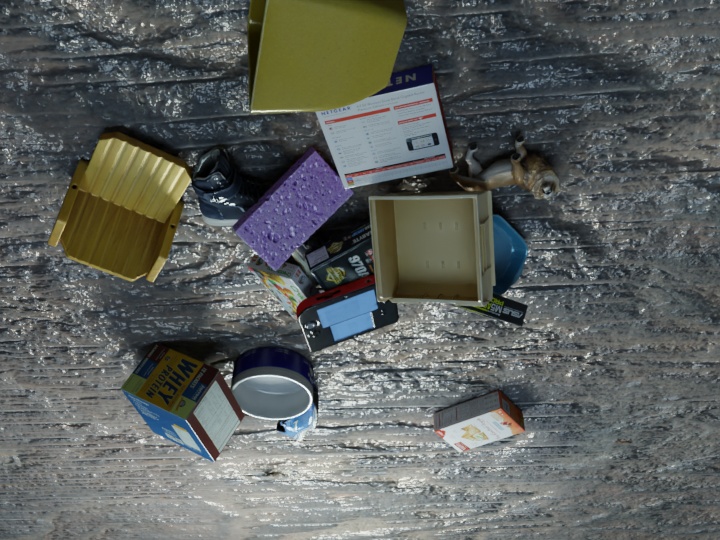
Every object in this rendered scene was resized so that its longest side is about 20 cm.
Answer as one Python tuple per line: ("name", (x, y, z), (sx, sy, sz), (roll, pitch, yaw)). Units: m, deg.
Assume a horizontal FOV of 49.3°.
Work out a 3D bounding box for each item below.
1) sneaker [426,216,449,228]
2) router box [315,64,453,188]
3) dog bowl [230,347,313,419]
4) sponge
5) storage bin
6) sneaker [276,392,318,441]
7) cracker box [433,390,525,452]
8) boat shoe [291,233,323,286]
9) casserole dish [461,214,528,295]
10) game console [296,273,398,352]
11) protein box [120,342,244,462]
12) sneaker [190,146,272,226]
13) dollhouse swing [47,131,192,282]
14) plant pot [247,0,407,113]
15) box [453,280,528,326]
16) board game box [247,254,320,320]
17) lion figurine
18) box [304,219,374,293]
("sneaker", (0.155, -0.045, 1.504), (0.098, 0.070, 0.201), (-8, 136, 23))
("router box", (0.043, -0.232, 1.295), (0.196, 0.049, 0.181), (-9, 138, 11))
("dog bowl", (-0.208, 0.270, 1.862), (0.196, 0.080, 0.202), (1, 139, 1))
("sponge", (-0.117, -0.107, 1.375), (0.200, 0.030, 0.112), (-44, 122, 0))
("storage bin", (0.128, -0.037, 1.375), (0.196, 0.093, 0.203), (1, 103, 26))
("sneaker", (-0.161, 0.368, 1.976), (0.088, 0.080, 0.201), (14, 138, -18))
("cracker box", (0.302, 0.389, 2.005), (0.198, 0.058, 0.134), (-25, 133, 28))
("boat shoe", (-0.101, -0.046, 1.503), (0.064, 0.073, 0.201), (-25, 137, 3))
("casserole dish", (0.246, -0.033, 1.480), (0.199, 0.039, 0.122), (33, 87, -47))
("game console", (-0.023, 0.087, 1.549), (0.197, 0.031, 0.178), (-19, 143, -4))
("protein box", (-0.405, 0.304, 1.805), (0.196, 0.136, 0.202), (17, 146, 26))
("sneaker", (-0.199, -0.146, 1.379), (0.198, 0.078, 0.147), (-3, 141, 4))
("dollhouse swing", (-0.410, -0.106, 1.371), (0.197, 0.185, 0.175), (23, 156, -23))
("plant pot", (-0.046, -0.341, 1.069), (0.196, 0.198, 0.196), (4, 140, -14))
("box", (0.210, 0.055, 1.538), (0.158, 0.045, 0.200), (19, 179, -20))
("board game box", (-0.130, 0.048, 1.586), (0.125, 0.035, 0.201), (14, 153, 38))
("lion figurine", (0.243, -0.166, 1.365), (0.196, 0.074, 0.123), (0, 150, 24))
("box", (0.000, 0.000, 1.518), (0.157, 0.046, 0.201), (-27, 143, 4))
